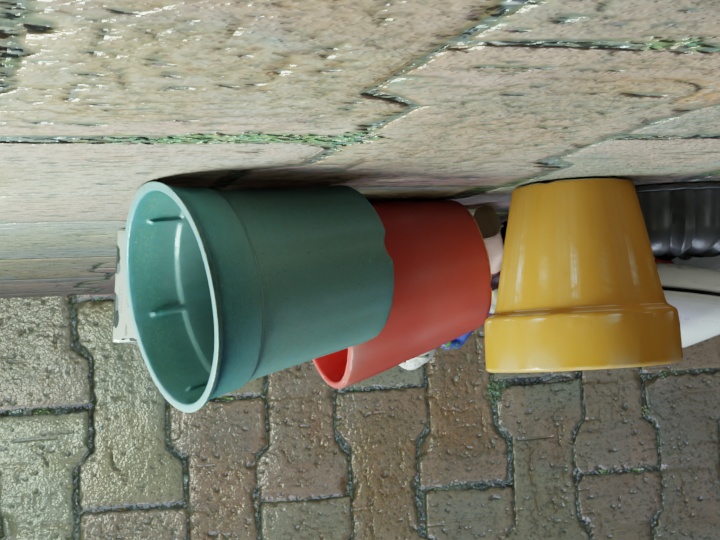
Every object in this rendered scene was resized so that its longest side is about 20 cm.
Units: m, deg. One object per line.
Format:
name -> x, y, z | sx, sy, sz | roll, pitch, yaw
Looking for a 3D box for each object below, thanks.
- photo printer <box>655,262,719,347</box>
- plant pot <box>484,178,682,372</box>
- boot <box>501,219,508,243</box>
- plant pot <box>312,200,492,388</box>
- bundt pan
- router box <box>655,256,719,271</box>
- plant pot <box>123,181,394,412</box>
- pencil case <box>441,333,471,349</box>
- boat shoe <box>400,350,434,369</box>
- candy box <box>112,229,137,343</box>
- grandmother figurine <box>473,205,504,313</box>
photo printer -> 0.337, 0.041, 1.456 | 0.164, 0.070, 0.200 | 6, 167, -7
plant pot -> 0.221, 0.005, 1.286 | 0.197, 0.186, 0.200 | -4, 177, 0
boot -> 0.232, -0.031, 1.642 | 0.198, 0.078, 0.167 | 6, 170, -40
plant pot -> 0.033, 0.010, 1.348 | 0.175, 0.203, 0.200 | -13, 180, -18
bundt pan -> 0.338, -0.050, 1.420 | 0.199, 0.077, 0.202 | -4, 177, 0
router box -> 0.428, -0.011, 1.641 | 0.198, 0.049, 0.179 | -23, 176, -28
plant pot -> -0.087, 0.009, 1.141 | 0.194, 0.203, 0.199 | -10, -179, -32
pencil case -> 0.167, 0.027, 1.748 | 0.200, 0.087, 0.078 | -42, 176, 12
boat shoe -> 0.066, 0.087, 1.552 | 0.070, 0.070, 0.200 | -2, 173, 9
candy box -> -0.253, 0.024, 1.596 | 0.060, 0.138, 0.200 | 2, 178, 7
grandmother figurine -> 0.149, -0.006, 1.535 | 0.120, 0.061, 0.200 | 4, 153, 22
